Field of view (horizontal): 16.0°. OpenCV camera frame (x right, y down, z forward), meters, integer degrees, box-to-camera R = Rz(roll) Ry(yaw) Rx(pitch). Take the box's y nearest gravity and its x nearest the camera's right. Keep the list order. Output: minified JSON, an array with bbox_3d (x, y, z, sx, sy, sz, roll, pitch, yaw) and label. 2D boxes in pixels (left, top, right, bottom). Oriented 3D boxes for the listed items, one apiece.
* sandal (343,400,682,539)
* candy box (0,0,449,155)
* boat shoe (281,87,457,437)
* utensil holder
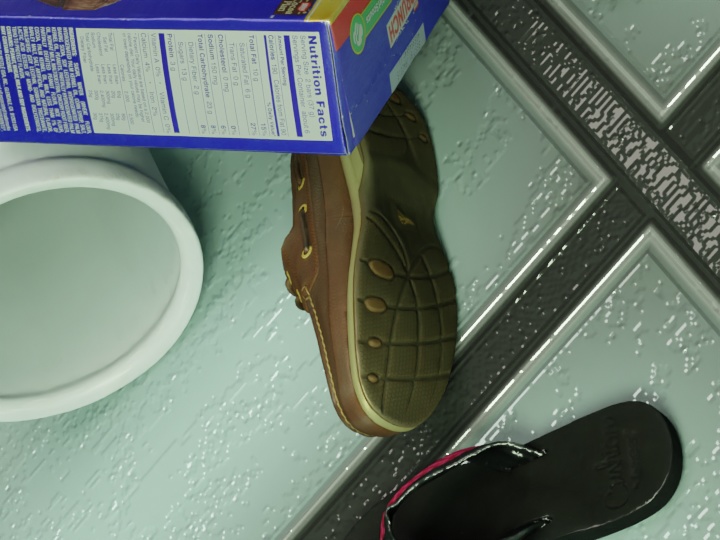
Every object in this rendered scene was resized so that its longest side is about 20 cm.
[{"bbox_3d":[0.053,0.110,1.169,0.199,0.045,0.075,-30,53,28],"label":"sandal"},{"bbox_3d":[-0.074,-0.130,1.276,0.199,0.077,0.169,3,32,19],"label":"candy box"},{"bbox_3d":[0.000,-0.001,1.256,0.067,0.072,0.201,-31,46,33],"label":"boat shoe"},{"bbox_3d":[-0.194,-0.047,1.379,0.170,0.170,0.200,-44,45,17],"label":"utensil holder"}]
